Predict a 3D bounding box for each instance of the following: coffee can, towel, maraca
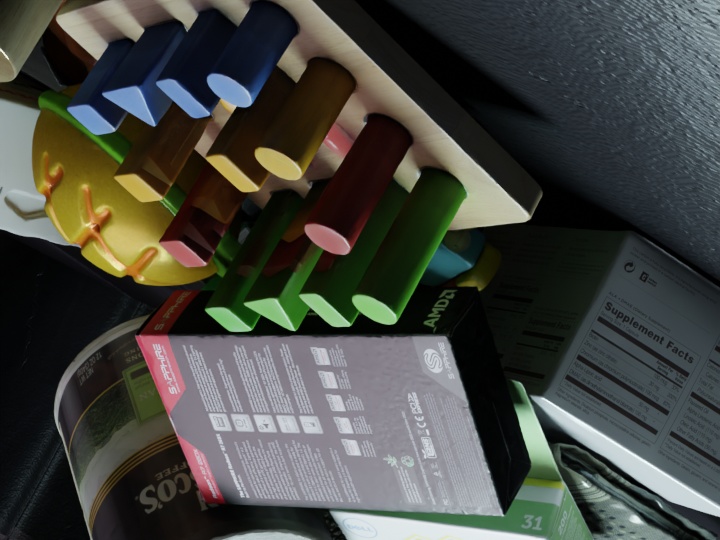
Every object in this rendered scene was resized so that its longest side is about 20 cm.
[{"bbox_3d":[-0.105,0.144,1.341,0.146,0.146,0.200,35,-160,-41],"label":"coffee can"},{"bbox_3d":[0.115,0.161,1.345,0.200,0.035,0.192,-15,140,43],"label":"towel"},{"bbox_3d":[-0.118,-0.040,1.246,0.200,0.107,0.137,38,173,26],"label":"maraca"}]

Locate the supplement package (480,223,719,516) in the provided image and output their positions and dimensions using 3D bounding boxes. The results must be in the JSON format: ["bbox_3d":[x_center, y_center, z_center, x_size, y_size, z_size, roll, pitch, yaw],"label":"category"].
[{"bbox_3d":[0.151,0.056,1.276,0.156,0.111,0.200,31,173,-19],"label":"supplement package"}]

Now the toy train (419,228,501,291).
[{"bbox_3d":[0.012,-0.060,1.176,0.150,0.056,0.200,19,155,24],"label":"toy train"}]

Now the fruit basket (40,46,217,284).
[{"bbox_3d":[-0.158,-0.064,1.521,0.186,0.094,0.200,60,-178,10],"label":"fruit basket"}]

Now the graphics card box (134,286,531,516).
[{"bbox_3d":[-0.015,0.072,1.176,0.200,0.051,0.126,-1,122,30],"label":"graphics card box"}]

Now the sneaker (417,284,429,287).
[{"bbox_3d":[0.000,0.000,1.337,0.084,0.200,0.077,-11,150,-5],"label":"sneaker"}]

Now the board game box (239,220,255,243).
[{"bbox_3d":[-0.016,0.010,1.562,0.105,0.023,0.200,55,-160,15],"label":"board game box"}]

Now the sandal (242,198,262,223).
[{"bbox_3d":[-0.067,-0.062,1.525,0.048,0.075,0.200,56,169,12],"label":"sandal"}]

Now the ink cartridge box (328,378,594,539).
[{"bbox_3d":[0.051,0.132,1.244,0.145,0.048,0.200,4,146,26],"label":"ink cartridge box"}]

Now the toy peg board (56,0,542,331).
[{"bbox_3d":[-0.052,-0.054,1.068,0.199,0.098,0.200,42,153,-27],"label":"toy peg board"}]

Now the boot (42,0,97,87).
[{"bbox_3d":[-0.130,-0.140,1.290,0.188,0.069,0.200,34,167,18],"label":"boot"}]

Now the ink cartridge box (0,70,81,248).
[{"bbox_3d":[-0.264,-0.097,1.377,0.200,0.085,0.145,30,-170,39],"label":"ink cartridge box"}]

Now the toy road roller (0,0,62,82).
[{"bbox_3d":[-0.235,-0.189,1.047,0.200,0.123,0.146,30,161,-7],"label":"toy road roller"}]

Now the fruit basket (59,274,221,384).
[{"bbox_3d":[-0.102,0.097,1.556,0.156,0.215,0.216,60,-171,29],"label":"fruit basket"}]
